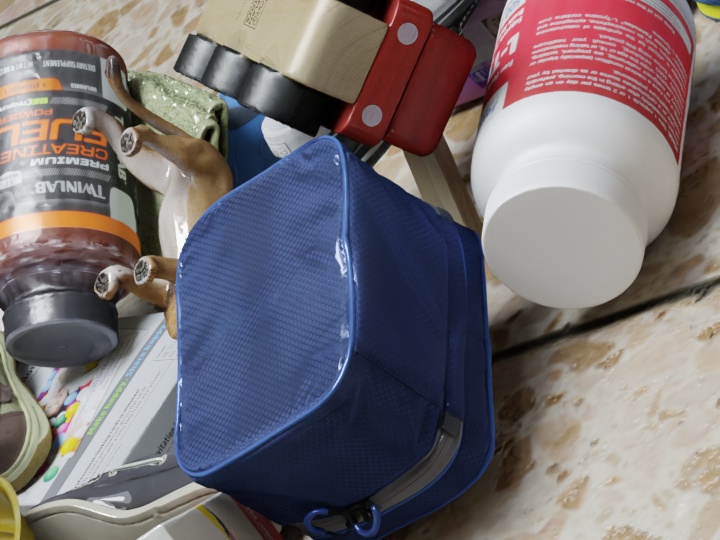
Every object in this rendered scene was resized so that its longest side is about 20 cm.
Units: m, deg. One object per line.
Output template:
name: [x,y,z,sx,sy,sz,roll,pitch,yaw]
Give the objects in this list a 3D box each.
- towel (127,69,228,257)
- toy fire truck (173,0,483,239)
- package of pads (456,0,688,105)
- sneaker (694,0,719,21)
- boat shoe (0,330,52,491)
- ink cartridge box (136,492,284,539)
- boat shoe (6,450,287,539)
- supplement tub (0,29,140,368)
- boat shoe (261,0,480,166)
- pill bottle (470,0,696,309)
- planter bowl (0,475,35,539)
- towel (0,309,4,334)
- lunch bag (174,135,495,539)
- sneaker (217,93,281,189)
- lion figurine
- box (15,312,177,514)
towel: [-0.124,-0.051,1.891,0.036,0.148,0.200,-4,14,-20]
toy fire truck: [0.013,-0.092,1.634,0.129,0.200,0.176,-66,24,3]
package of pads: [0.115,-0.183,1.812,0.200,0.076,0.121,-21,37,39]
sneaker: [0.232,-0.182,1.646,0.066,0.078,0.200,-50,28,-18]
boat shoe: [-0.255,0.065,1.838,0.072,0.066,0.201,-47,40,2]
ink cartridge box: [-0.109,0.176,1.496,0.116,0.068,0.200,-37,-4,11]
boat shoe: [-0.114,0.138,1.671,0.200,0.073,0.063,-15,25,37]
supplement tub: [-0.192,-0.043,1.855,0.107,0.107,0.200,-25,60,33]
boat shoe: [0.025,-0.131,1.756,0.200,0.071,0.072,-48,31,-5]
pill bottle: [0.120,-0.075,1.600,0.112,0.112,0.200,-27,30,30]
planter bowl: [-0.228,0.220,1.667,0.200,0.083,0.200,-37,31,27]
towel: [-0.268,0.067,1.984,0.191,0.032,0.200,-49,14,-4]
lunch bag: [-0.006,0.050,1.546,0.136,0.132,0.200,-30,46,35]
sneaker: [-0.037,-0.118,1.876,0.078,0.066,0.200,33,111,30]
lion figurine: [-0.099,-0.024,1.744,0.072,0.122,0.200,-24,62,43]
box: [-0.167,0.096,1.831,0.200,0.041,0.156,-8,42,52]
